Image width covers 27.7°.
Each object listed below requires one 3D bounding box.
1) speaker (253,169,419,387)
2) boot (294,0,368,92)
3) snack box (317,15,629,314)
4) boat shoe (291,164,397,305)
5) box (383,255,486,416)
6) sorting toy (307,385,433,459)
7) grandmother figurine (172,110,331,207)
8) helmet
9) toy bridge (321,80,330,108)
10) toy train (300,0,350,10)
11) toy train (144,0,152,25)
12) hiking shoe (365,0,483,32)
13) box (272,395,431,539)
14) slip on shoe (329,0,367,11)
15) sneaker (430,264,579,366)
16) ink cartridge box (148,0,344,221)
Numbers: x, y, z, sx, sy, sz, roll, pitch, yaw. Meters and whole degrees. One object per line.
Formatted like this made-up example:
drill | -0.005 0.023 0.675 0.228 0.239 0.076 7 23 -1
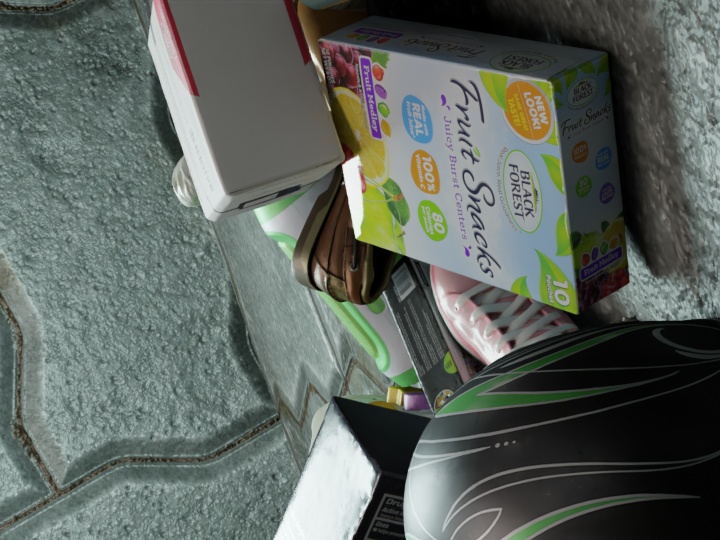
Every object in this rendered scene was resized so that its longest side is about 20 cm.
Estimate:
speaker | 0.000 0.000 1.232 0.200 0.088 0.088 50 172 -8
boot | 0.009 -0.154 1.156 0.155 0.077 0.200 -150 52 -64
snack box | 0.064 -0.069 0.872 0.200 0.053 0.142 20 130 47
boat shoe | 0.022 -0.071 1.050 0.068 0.072 0.200 20 91 35
box | 0.092 0.083 1.024 0.035 0.110 0.200 -46 46 28
sorting toy | 0.038 0.142 1.262 0.180 0.200 0.107 -145 56 -73
grandmother figurine | -0.067 -0.104 1.268 0.121 0.200 0.061 83 164 -50
helmet | 0.120 0.122 0.738 0.200 0.190 0.200 161 90 -79
toy bridge | -0.016 -0.153 1.394 0.200 0.027 0.067 156 93 -79
toy train | 0.022 -0.195 0.837 0.200 0.114 0.085 6 115 63
toy train | -0.106 -0.165 1.169 0.114 0.085 0.200 -8 97 37
hiking shoe | 0.048 -0.128 0.984 0.101 0.076 0.200 143 107 -75
box | 0.047 0.219 1.071 0.199 0.200 0.123 -67 26 16
slip on shoe | 0.003 -0.279 1.004 0.076 0.060 0.200 176 94 -78
sneaker | 0.114 0.044 0.947 0.200 0.075 0.105 59 170 20
ink cartridge box | -0.084 -0.119 0.999 0.200 0.084 0.145 164 88 -80
